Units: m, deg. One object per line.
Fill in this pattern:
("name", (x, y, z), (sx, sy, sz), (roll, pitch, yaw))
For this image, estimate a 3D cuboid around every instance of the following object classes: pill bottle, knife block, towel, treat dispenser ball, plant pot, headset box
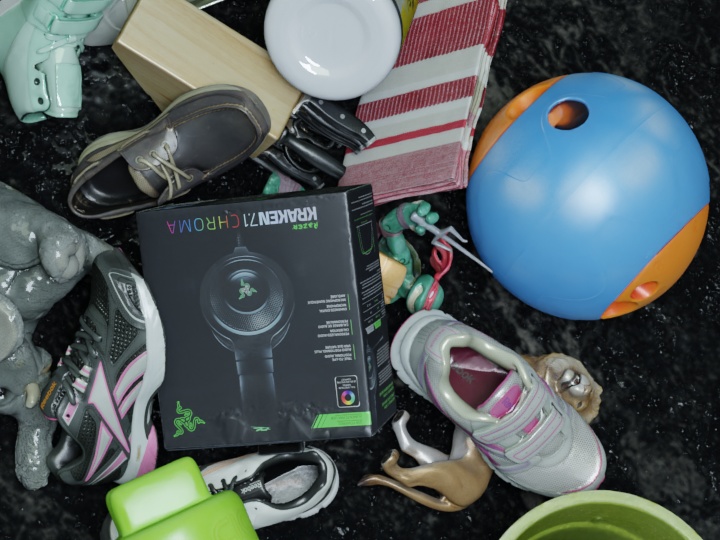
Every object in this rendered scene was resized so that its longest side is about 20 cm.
("pill bottle", (-0.009, -0.226, 1.317), (0.111, 0.113, 0.200), (20, 29, -2))
("knife block", (-0.087, -0.144, 1.299), (0.174, 0.200, 0.064), (15, 69, 28))
("towel", (0.052, -0.149, 1.342), (0.023, 0.143, 0.202), (33, 62, -38))
("treat dispenser ball", (0.186, -0.060, 1.292), (0.199, 0.201, 0.203), (2, 74, -7))
("plant pot", (0.162, 0.280, 1.197), (0.198, 0.190, 0.202), (2, 74, -7))
("headset box", (-0.071, 0.042, 1.230), (0.172, 0.093, 0.202), (-4, 96, 14))

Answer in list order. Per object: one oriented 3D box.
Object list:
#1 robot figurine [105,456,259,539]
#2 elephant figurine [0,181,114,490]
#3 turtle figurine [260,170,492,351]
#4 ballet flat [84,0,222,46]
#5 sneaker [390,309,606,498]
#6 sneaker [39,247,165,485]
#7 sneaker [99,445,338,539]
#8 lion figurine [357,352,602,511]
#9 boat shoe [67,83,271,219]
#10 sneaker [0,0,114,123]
("robot figurine", (-0.118, 0.242, 1.156), (0.115, 0.175, 0.201), (-23, 87, -17))
("elephant figurine", (-0.288, 0.044, 1.245), (0.155, 0.141, 0.201), (29, 87, 31))
("turtle figurine", (0.000, 0.000, 1.303), (0.199, 0.101, 0.151), (23, 96, 1))
("ballet flat", (-0.161, -0.245, 1.363), (0.199, 0.069, 0.070), (-22, 78, -15))
("sneaker", (0.112, 0.110, 1.219), (0.199, 0.088, 0.082), (37, 85, -8))
("sneaker", (-0.201, 0.085, 1.201), (0.086, 0.080, 0.202), (-9, 116, -28))
("sneaker", (-0.111, 0.179, 1.248), (0.198, 0.080, 0.074), (-19, 79, -11))
("lion figurine", (0.101, 0.136, 1.301), (0.122, 0.072, 0.200), (43, 87, -15))
("boat shoe", (-0.156, -0.084, 1.269), (0.075, 0.199, 0.074), (50, 37, -25))
("sneaker", (-0.231, -0.193, 1.295), (0.073, 0.200, 0.119), (-11, 79, -45))
